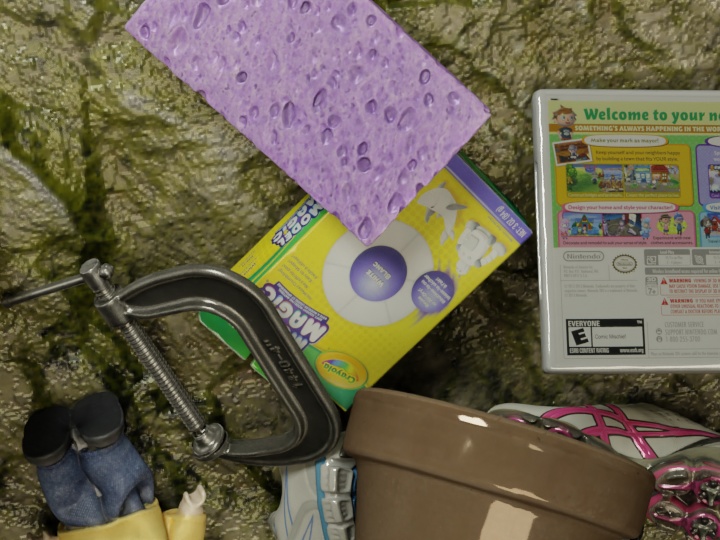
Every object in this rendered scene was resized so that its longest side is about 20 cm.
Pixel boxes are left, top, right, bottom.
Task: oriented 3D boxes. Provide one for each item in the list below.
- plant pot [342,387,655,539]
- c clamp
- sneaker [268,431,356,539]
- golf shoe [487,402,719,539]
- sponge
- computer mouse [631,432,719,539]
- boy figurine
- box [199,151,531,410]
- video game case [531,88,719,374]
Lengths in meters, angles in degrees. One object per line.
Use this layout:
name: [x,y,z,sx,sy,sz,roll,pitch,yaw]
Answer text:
plant pot: [0.069,0.184,0.979,0.198,0.200,0.177,18,82,-20]
c clamp: [-0.109,0.061,1.012,0.169,0.027,0.201,-19,121,29]
sneaker: [-0.023,0.202,1.096,0.075,0.086,0.203,-18,109,-49]
golf shoe: [0.182,0.132,1.116,0.197,0.092,0.073,15,122,4]
sponge: [-0.031,-0.121,0.934,0.200,0.030,0.112,42,100,-7]
computer mouse: [0.239,0.174,1.171,0.198,0.034,0.059,-28,119,1]
boy figurine: [-0.159,0.183,1.065,0.123,0.065,0.202,-20,119,-4]
box: [0.000,0.000,1.016,0.200,0.048,0.117,-43,116,11]
video game case: [0.211,-0.026,1.009,0.197,0.022,0.185,0,81,-6]
